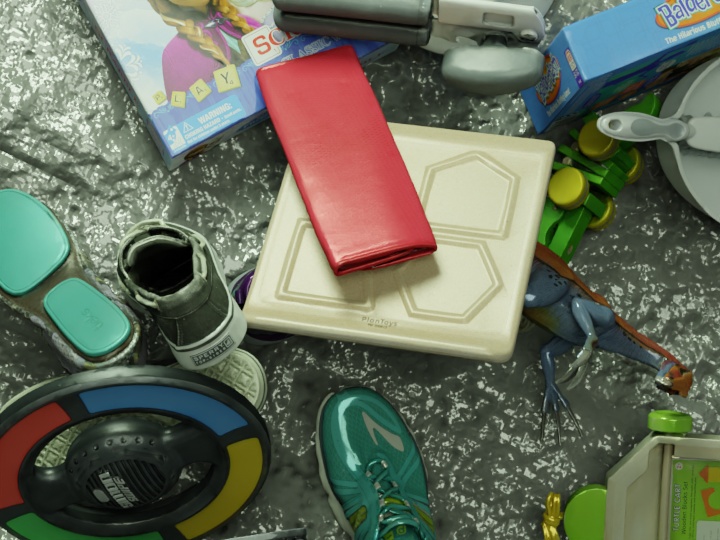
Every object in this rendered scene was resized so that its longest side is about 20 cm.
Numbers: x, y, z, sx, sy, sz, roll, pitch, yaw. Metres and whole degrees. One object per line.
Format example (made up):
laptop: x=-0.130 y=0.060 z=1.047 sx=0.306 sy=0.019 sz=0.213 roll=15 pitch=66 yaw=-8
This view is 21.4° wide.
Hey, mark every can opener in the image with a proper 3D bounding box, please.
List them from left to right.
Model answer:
can opener: x=0.033 y=-0.168 z=1.345 sx=0.198 sy=0.053 sz=0.068 roll=6 pitch=64 yaw=4

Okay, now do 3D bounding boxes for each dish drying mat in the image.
dish drying mat: x=-0.012 y=-0.078 z=1.311 sx=0.076 sy=0.018 sz=0.201 roll=-16 pitch=50 yaw=-8

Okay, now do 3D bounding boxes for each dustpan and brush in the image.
dustpan and brush: x=0.241 y=-0.099 z=1.373 sx=0.198 sy=0.057 sz=0.141 roll=3 pitch=96 yaw=-27

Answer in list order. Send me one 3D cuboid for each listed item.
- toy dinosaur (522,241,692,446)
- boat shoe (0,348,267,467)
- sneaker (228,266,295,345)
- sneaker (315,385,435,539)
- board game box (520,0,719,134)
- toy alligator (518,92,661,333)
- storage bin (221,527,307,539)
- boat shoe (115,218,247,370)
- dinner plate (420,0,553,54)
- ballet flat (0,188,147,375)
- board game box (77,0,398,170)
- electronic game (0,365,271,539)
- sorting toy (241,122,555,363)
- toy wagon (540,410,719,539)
toy dinosaur: x=0.152 y=0.025 z=1.338 sx=0.179 sy=0.105 sz=0.202 roll=7 pitch=87 yaw=-13
boat shoe: x=-0.158 y=0.100 z=1.334 sx=0.198 sy=0.062 sz=0.075 roll=-15 pitch=85 yaw=6
sneaker: x=0.000 y=0.000 z=1.356 sx=0.198 sy=0.088 sz=0.075 roll=-24 pitch=84 yaw=-10
sneaker: x=0.024 y=0.175 z=1.335 sx=0.077 sy=0.080 sz=0.202 roll=-17 pitch=82 yaw=-10
board game box: x=0.225 y=-0.170 z=1.383 sx=0.198 sy=0.152 sz=0.045 roll=-22 pitch=83 yaw=-11
toy alligator: x=0.151 y=-0.051 z=1.407 sx=0.054 sy=0.059 sz=0.201 roll=33 pitch=91 yaw=38
storage bin: x=-0.102 y=0.227 z=1.247 sx=0.134 sy=0.200 sz=0.095 roll=-8 pitch=80 yaw=-9
boat shoe: x=-0.129 y=-0.003 z=1.286 sx=0.070 sy=0.200 sz=0.064 roll=-34 pitch=118 yaw=-7
dinner plate: x=0.073 y=-0.260 z=1.413 sx=0.198 sy=0.024 sz=0.203 roll=4 pitch=82 yaw=-25
ballet flat: x=-0.208 y=0.021 z=1.324 sx=0.072 sy=0.072 sz=0.200 roll=-35 pitch=50 yaw=-11
board game box: x=-0.101 y=-0.209 z=1.401 sx=0.199 sy=0.041 sz=0.201 roll=-29 pitch=85 yaw=-12
electronic game: x=-0.158 y=0.131 z=1.270 sx=0.198 sy=0.201 sz=0.042 roll=-5 pitch=49 yaw=-8
sorting toy: x=0.029 y=-0.022 z=1.295 sx=0.183 sy=0.037 sz=0.201 roll=7 pitch=52 yaw=12
toy wagon: x=0.228 y=0.179 z=1.364 sx=0.198 sy=0.040 sz=0.157 roll=3 pitch=95 yaw=4
